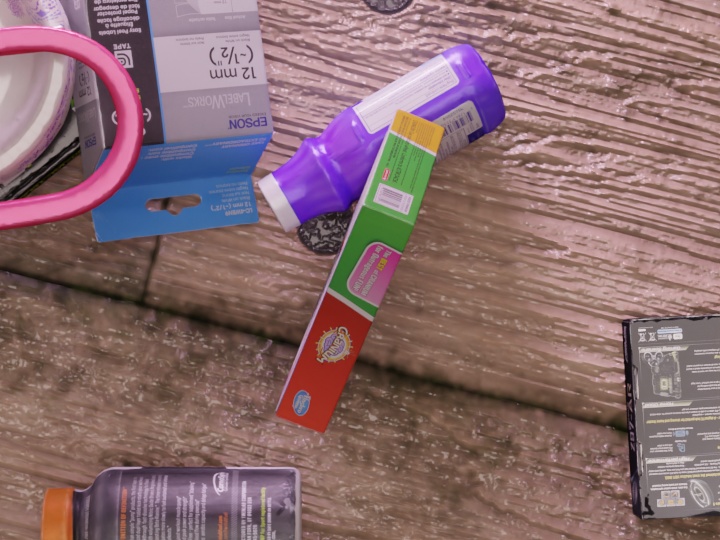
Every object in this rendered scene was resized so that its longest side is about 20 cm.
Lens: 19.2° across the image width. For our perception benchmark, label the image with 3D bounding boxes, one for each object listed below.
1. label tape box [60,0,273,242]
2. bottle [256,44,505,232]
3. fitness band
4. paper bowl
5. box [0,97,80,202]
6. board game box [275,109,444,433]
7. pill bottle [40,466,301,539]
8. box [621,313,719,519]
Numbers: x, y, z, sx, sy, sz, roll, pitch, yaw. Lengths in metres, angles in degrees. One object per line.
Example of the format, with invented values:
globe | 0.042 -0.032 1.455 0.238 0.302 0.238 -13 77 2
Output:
label tape box | -0.145 -0.131 1.649 0.143 0.066 0.200 -7 87 -26
bottle | 0.015 -0.100 1.666 0.200 0.084 0.065 -31 68 -1
fitness band | -0.257 -0.102 1.538 0.200 0.037 0.144 -9 90 -1
paper bowl | -0.315 -0.155 1.605 0.200 0.104 0.201 0 88 -3
box | -0.320 -0.141 1.678 0.193 0.048 0.200 -38 90 -5
board game box | 0.000 0.000 1.589 0.040 0.153 0.200 22 123 -2
pill bottle | -0.145 0.204 1.648 0.200 0.106 0.106 1 89 -1
box | 0.313 0.112 1.689 0.200 0.044 0.160 -4 89 -1
